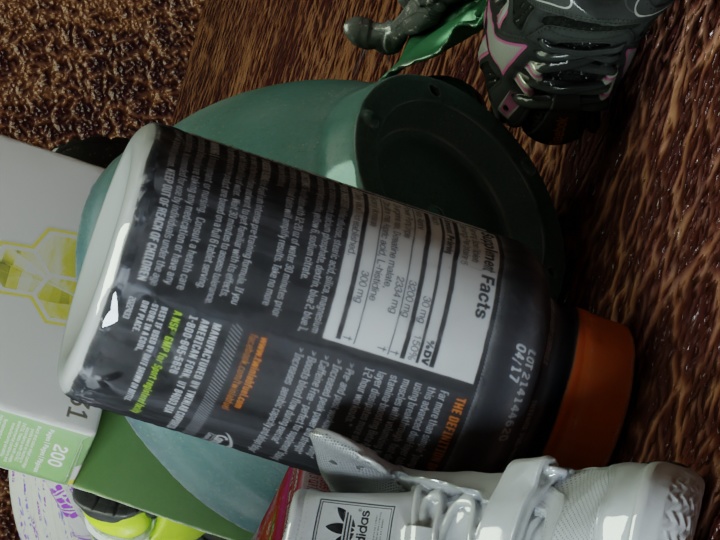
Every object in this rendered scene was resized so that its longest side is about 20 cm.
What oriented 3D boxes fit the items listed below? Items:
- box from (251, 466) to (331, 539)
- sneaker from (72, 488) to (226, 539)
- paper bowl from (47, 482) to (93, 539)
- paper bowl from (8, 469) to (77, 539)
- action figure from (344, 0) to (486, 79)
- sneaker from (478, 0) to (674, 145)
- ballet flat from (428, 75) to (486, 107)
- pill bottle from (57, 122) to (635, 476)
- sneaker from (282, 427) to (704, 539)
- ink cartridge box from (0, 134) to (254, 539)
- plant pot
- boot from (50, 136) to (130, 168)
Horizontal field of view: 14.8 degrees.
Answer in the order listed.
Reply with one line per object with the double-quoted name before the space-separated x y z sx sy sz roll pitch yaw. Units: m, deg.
"box" 0.002 0.168 1.047 0.096 0.100 0.200 117 167 -47
"sneaker" -0.055 0.103 1.290 0.200 0.074 0.081 -23 -53 -42
"paper bowl" -0.123 0.041 1.377 0.201 0.104 0.201 156 90 -88
"paper bowl" -0.096 0.104 1.566 0.104 0.201 0.201 7 76 37
"action figure" 0.063 -0.159 1.339 0.200 0.055 0.118 -31 30 55
"sneaker" 0.090 -0.095 1.144 0.200 0.080 0.086 -116 31 -88
"ballet flat" 0.026 -0.010 1.382 0.071 0.069 0.200 90 -169 -49
"pill bottle" -0.002 0.025 1.016 0.106 0.200 0.106 -162 90 -80
"sneaker" 0.035 0.096 0.927 0.200 0.115 0.075 132 153 -70
"ink cartridge box" -0.106 0.027 1.173 0.048 0.200 0.146 117 167 -47
"plant pot" 0.000 0.000 1.163 0.134 0.200 0.200 -34 34 38
"boot" -0.052 0.010 1.281 0.070 0.200 0.132 120 143 -57
